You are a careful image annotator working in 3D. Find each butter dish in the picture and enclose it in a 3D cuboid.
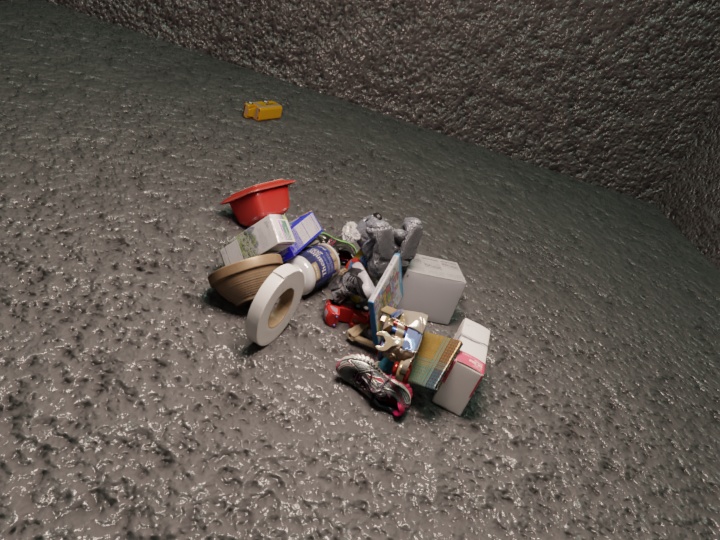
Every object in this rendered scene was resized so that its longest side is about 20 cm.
[{"bbox_3d":[-0.310,-0.194,1.785,0.195,0.152,0.198,-10,10,40],"label":"butter dish"}]

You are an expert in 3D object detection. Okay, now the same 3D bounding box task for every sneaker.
[{"bbox_3d":[0.030,0.267,1.321,0.195,0.082,0.075,26,33,7],"label":"sneaker"},{"bbox_3d":[-0.021,0.051,1.481,0.077,0.112,0.200,57,1,-19],"label":"sneaker"},{"bbox_3d":[-0.100,-0.066,1.765,0.194,0.079,0.084,10,28,-15],"label":"sneaker"}]

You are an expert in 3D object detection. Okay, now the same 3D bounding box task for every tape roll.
[{"bbox_3d":[-0.203,0.082,1.347,0.036,0.207,0.202,27,31,16],"label":"tape roll"}]

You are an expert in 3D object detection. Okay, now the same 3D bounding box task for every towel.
[{"bbox_3d":[0.142,0.213,1.379,0.197,0.022,0.148,9,55,47],"label":"towel"}]

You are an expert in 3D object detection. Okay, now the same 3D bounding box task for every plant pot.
[{"bbox_3d":[-0.286,0.034,1.440,0.197,0.199,0.096,-12,82,-42],"label":"plant pot"}]

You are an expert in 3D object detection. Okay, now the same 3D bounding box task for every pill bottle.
[{"bbox_3d":[-0.151,0.003,1.591,0.109,0.113,0.199,32,32,19],"label":"pill bottle"}]

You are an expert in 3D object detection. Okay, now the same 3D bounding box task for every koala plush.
[{"bbox_3d":[0.046,-0.084,1.576,0.173,0.189,0.199,-7,30,-35],"label":"koala plush"}]

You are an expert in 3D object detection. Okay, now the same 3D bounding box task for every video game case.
[{"bbox_3d":[0.069,0.073,1.460,0.017,0.146,0.202,9,40,21],"label":"video game case"}]

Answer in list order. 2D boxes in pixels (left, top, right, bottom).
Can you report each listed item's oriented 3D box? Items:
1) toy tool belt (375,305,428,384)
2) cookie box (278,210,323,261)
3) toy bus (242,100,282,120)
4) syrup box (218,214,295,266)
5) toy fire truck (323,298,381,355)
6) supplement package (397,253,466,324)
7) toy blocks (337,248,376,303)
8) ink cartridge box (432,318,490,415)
[{"bbox_3d":[0.081,0.170,1.338,0.120,0.127,0.202,19,43,9],"label":"toy tool belt"},{"bbox_3d":[-0.224,-0.080,1.621,0.077,0.168,0.200,60,29,-12],"label":"cookie box"},{"bbox_3d":[-0.459,-0.747,2.623,0.077,0.066,0.199,34,33,19],"label":"toy bus"},{"bbox_3d":[-0.275,-0.067,1.484,0.081,0.197,0.081,-6,70,-63],"label":"syrup box"},{"bbox_3d":[-0.005,0.153,1.507,0.194,0.050,0.143,13,33,-11],"label":"toy fire truck"},{"bbox_3d":[0.190,0.053,1.675,0.194,0.159,0.112,11,30,-15],"label":"supplement package"},{"bbox_3d":[0.000,0.000,1.662,0.099,0.140,0.198,35,33,25],"label":"toy blocks"},{"bbox_3d":[0.262,0.241,1.433,0.081,0.149,0.201,25,31,6],"label":"ink cartridge box"}]
